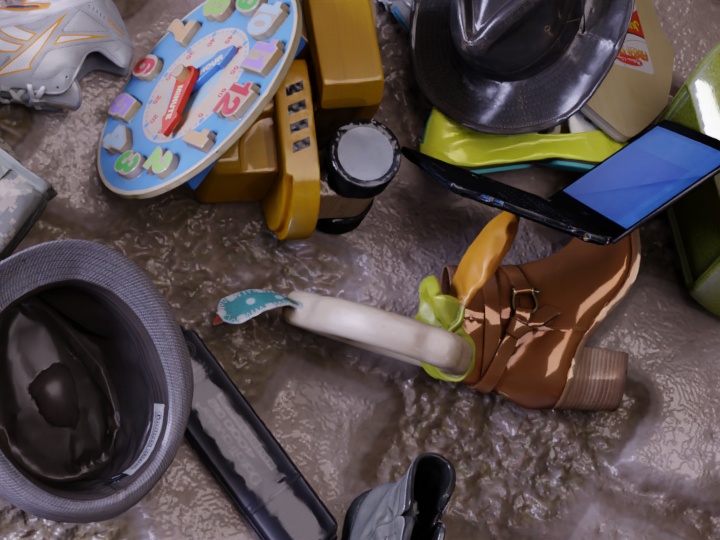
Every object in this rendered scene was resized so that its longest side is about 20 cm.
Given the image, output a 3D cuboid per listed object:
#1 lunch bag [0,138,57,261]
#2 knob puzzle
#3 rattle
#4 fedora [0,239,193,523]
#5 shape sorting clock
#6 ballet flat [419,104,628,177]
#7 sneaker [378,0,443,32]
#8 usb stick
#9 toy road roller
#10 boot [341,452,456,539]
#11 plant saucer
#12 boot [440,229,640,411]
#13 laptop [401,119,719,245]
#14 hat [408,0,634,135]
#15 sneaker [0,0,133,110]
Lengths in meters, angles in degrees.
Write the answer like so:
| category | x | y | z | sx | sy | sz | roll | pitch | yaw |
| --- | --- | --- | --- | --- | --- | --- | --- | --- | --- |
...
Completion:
| category | x | y | z | sx | sy | sz | roll | pitch | yaw |
| --- | --- | --- | --- | --- | --- | --- | --- | --- | --- |
| lunch bag | -0.338 | -0.057 | 1.333 | 0.200 | 0.118 | 0.164 | 38 | 85 | -4 |
| knob puzzle | 0.188 | -0.194 | 1.591 | 0.219 | 0.030 | 0.220 | 24 | 51 | -33 |
| rattle | 0.000 | 0.000 | 1.431 | 0.199 | 0.130 | 0.143 | 18 | 102 | 17 |
| fedora | -0.215 | 0.078 | 1.357 | 0.177 | 0.090 | 0.201 | -34 | 104 | -22 |
| shape sorting clock | -0.123 | -0.138 | 1.415 | 0.039 | 0.199 | 0.201 | 43 | 60 | -37 |
| ballet flat | 0.144 | -0.110 | 1.555 | 0.199 | 0.067 | 0.067 | -1 | 95 | -16 |
| sneaker | 0.031 | -0.243 | 1.563 | 0.199 | 0.075 | 0.087 | 13 | 75 | -14 |
| usb stick | -0.091 | 0.133 | 1.422 | 0.055 | 0.033 | 0.200 | -36 | 87 | -18 |
| toy road roller | -0.058 | -0.123 | 1.466 | 0.145 | 0.123 | 0.201 | -3 | 75 | -15 |
| boot | 0.016 | 0.235 | 1.370 | 0.067 | 0.131 | 0.201 | 14 | 69 | -13 |
| plant saucer | 0.283 | -0.067 | 1.526 | 0.048 | 0.200 | 0.201 | -11 | 76 | -8 |
| boot | 0.139 | 0.010 | 1.518 | 0.154 | 0.074 | 0.201 | 10 | 67 | -11 |
| laptop | 0.154 | -0.088 | 1.435 | 0.199 | 0.177 | 0.104 | 19 | 97 | -14 |
| hat | 0.115 | -0.208 | 1.475 | 0.200 | 0.081 | 0.202 | -3 | 82 | 20 |
| sneaker | -0.258 | -0.152 | 1.437 | 0.200 | 0.076 | 0.092 | -29 | 88 | -23 |
